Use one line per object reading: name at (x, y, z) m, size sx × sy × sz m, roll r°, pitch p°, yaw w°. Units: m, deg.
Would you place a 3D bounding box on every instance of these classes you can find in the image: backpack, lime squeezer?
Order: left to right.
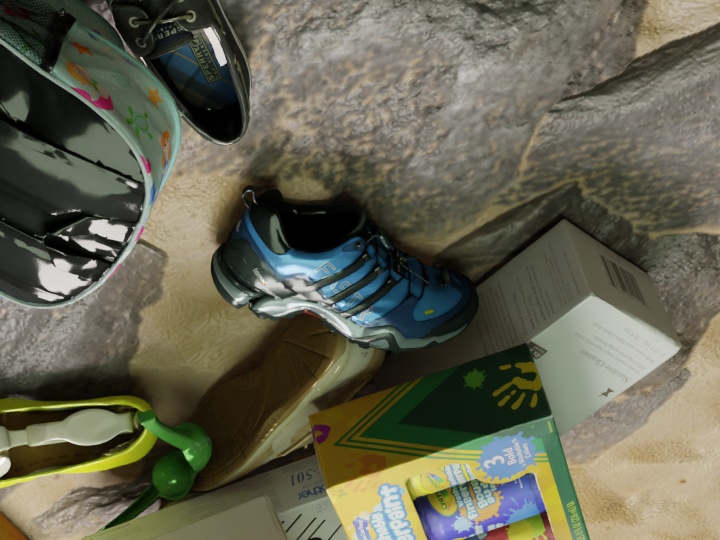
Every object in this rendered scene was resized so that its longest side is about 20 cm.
backpack at (-0.210, -0.082, 1.317) m, size 0.200 × 0.151 × 0.178 m, roll 33°, pitch 124°, yaw -5°
lime squeezer at (-0.144, 0.148, 1.617) m, size 0.071 × 0.038 × 0.200 m, roll -33°, pitch 163°, yaw -32°

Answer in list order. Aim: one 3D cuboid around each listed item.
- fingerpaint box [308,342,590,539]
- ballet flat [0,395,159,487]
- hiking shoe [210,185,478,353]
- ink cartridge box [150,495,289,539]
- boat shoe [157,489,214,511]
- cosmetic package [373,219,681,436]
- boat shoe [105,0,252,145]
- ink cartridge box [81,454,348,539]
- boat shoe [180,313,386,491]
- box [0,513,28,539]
fingerpaint box at (0.070, 0.163, 1.603) m, size 0.166 × 0.074 × 0.200 m, roll -18°, pitch 138°, yaw 2°
ballet flat at (-0.241, 0.121, 1.591) m, size 0.199 × 0.067 × 0.067 m, roll -8°, pitch 174°, yaw -13°
hiking shoe at (0.000, 0.000, 1.533) m, size 0.199 × 0.075 × 0.087 m, roll 10°, pitch 132°, yaw -24°
ink cartridge box at (-0.090, 0.269, 1.601) m, size 0.128 × 0.125 × 0.200 m, roll -21°, pitch 138°, yaw -7°
boat shoe at (-0.083, 0.243, 1.755) m, size 0.072 × 0.076 × 0.200 m, roll -33°, pitch 132°, yaw 21°
cosmetic package at (0.118, 0.066, 1.628) m, size 0.113 × 0.081 × 0.200 m, roll 28°, pitch 121°, yaw -38°
boat shoe at (-0.118, -0.151, 1.352) m, size 0.070 × 0.066 × 0.200 m, roll -20°, pitch 137°, yaw 5°
ink cartridge box at (-0.102, 0.209, 1.663) m, size 0.199 × 0.044 × 0.094 m, roll -19°, pitch 139°, yaw -9°
boat shoe at (-0.055, 0.103, 1.623) m, size 0.069 × 0.074 × 0.200 m, roll 14°, pitch 139°, yaw -39°
box at (-0.328, 0.216, 1.688) m, size 0.119 × 0.042 × 0.200 m, roll -26°, pitch 138°, yaw 11°
